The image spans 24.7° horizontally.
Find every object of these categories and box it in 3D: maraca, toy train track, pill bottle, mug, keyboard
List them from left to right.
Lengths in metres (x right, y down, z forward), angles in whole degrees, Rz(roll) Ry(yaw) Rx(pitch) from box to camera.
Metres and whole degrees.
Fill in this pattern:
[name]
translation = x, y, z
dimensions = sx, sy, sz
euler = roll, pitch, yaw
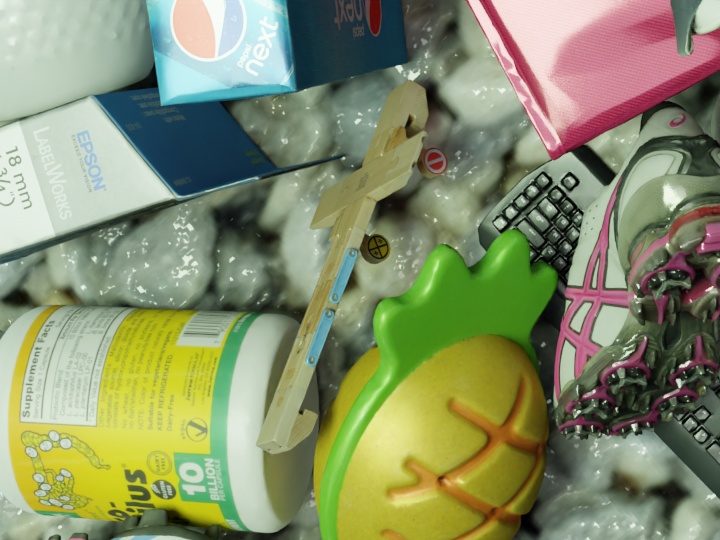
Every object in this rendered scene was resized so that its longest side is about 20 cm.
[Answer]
[mug]
translation = -0.147, -0.178, 0.826
dimensions = 0.198, 0.148, 0.177
euler = -17, 103, -13
[pill bottle]
translation = -0.130, 0.076, 0.873
dimensions = 0.198, 0.113, 0.114
euler = 2, 101, 15
[toy train track]
translation = 0.000, 0.000, 0.812
dimensions = 0.032, 0.114, 0.202
euler = 28, 67, -18
[maraca]
translation = 0.040, 0.073, 0.814
dimensions = 0.107, 0.136, 0.202
euler = 36, 127, 38
[keyboard]
translation = 0.154, 0.021, 0.821
dimensions = 0.200, 0.040, 0.104
euler = 45, 109, 3

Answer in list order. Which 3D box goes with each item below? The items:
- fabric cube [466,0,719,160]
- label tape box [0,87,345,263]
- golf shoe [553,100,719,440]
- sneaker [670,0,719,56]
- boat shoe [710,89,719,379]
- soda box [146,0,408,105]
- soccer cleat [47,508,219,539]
[fabric cube]
translation = 0.134, -0.189, 0.702
dimensions = 0.198, 0.200, 0.198
euler = -28, 93, 19
[label tape box]
translation = -0.125, -0.054, 0.831
dimensions = 0.198, 0.144, 0.064
euler = -16, 94, 17
[golf shoe]
translation = 0.134, 0.008, 0.776
dimensions = 0.072, 0.093, 0.201
euler = -1, 145, -13
[sneaker]
translation = 0.112, -0.147, 0.570
dimensions = 0.197, 0.080, 0.131
euler = 24, 99, -1
[boat shoe]
translation = 0.202, 0.006, 0.762
dimensions = 0.073, 0.065, 0.204
euler = -6, 103, 2
[soda box]
translation = -0.033, -0.120, 0.762
dimensions = 0.063, 0.200, 0.069
euler = -4, 99, 16
[soccer cleat]
translation = -0.137, 0.184, 0.868
dimensions = 0.069, 0.087, 0.200
euler = 21, 153, -24
